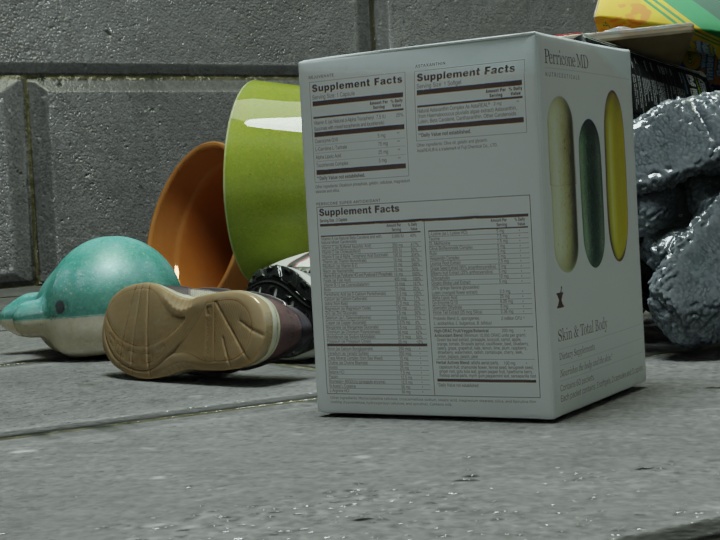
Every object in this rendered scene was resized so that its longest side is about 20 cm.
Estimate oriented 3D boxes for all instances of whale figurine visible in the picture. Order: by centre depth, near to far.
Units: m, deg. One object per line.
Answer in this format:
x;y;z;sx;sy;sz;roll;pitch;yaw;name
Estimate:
-0.249;0.022;1.301;0.158;0.105;0.199;-6;3;-44;whale figurine

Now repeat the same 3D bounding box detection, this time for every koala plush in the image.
0.271;-0.031;1.094;0.183;0.178;0.200;-34;-24;0;koala plush

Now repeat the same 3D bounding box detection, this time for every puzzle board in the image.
0.159;-0.156;1.163;0.198;0.018;0.151;-6;-18;-2;puzzle board

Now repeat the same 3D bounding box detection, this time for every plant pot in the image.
-0.001;-0.081;1.302;0.198;0.189;0.187;1;3;14;plant pot
-0.130;-0.028;1.584;0.139;0.202;0.199;15;-10;-37;plant pot

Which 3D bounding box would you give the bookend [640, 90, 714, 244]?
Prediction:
0.308;-0.083;1.256;0.197;0.093;0.200;12;-16;23;bookend

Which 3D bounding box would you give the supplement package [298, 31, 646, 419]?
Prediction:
0.069;-0.026;0.832;0.149;0.202;0.151;-2;3;30;supplement package

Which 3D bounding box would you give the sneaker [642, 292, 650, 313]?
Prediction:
0.334;0.020;1.240;0.198;0.075;0.080;3;-10;22;sneaker

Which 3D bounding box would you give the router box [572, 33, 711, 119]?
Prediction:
0.168;-0.111;1.174;0.149;0.063;0.199;7;-23;-38;router box

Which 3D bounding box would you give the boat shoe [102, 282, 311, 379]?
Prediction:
-0.117;0.046;1.050;0.064;0.073;0.199;11;-11;-43;boat shoe

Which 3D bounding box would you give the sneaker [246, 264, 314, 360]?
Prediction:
-0.014;0.040;1.132;0.199;0.075;0.079;5;-4;37;sneaker

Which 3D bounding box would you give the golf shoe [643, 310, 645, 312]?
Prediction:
0.166;0.009;1.320;0.198;0.089;0.077;-5;4;-3;golf shoe

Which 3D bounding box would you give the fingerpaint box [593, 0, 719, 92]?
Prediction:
0.298;-0.186;1.217;0.165;0.074;0.200;12;-16;20;fingerpaint box

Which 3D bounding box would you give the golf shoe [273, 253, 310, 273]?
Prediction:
0.000;0.000;1.215;0.198;0.077;0.088;-8;41;32;golf shoe
